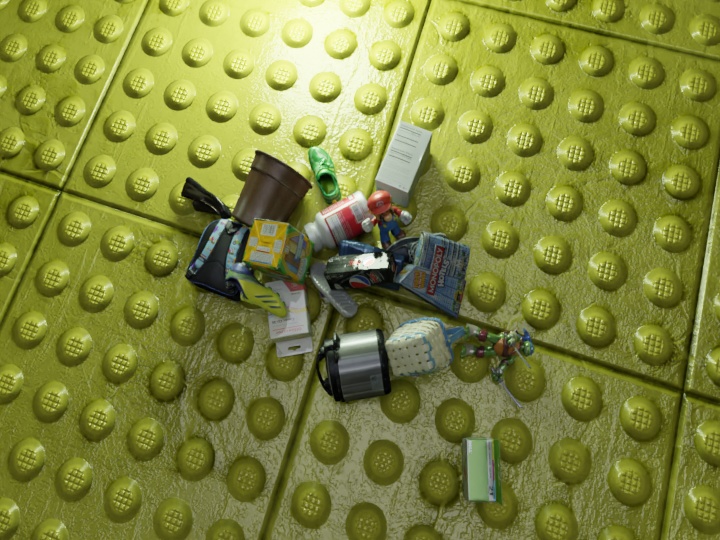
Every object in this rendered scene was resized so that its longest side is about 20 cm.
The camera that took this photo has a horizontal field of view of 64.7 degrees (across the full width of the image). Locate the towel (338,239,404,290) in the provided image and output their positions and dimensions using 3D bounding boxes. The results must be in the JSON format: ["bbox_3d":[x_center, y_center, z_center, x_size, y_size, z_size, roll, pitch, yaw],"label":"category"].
[{"bbox_3d":[0.030,-0.019,1.622,0.193,0.115,0.049,17,32,12],"label":"towel"}]

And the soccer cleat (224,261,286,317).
[{"bbox_3d":[-0.285,0.067,1.544,0.200,0.064,0.084,45,56,-11],"label":"soccer cleat"}]

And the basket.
[{"bbox_3d":[0.162,0.195,1.481,0.172,0.198,0.144,-16,97,38],"label":"basket"}]

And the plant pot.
[{"bbox_3d":[-0.268,-0.209,1.661,0.196,0.200,0.203,28,86,12],"label":"plant pot"}]

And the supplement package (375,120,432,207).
[{"bbox_3d":[0.129,-0.314,1.688,0.106,0.114,0.206,21,76,9],"label":"supplement package"}]

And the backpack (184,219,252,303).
[{"bbox_3d":[-0.387,-0.033,1.641,0.176,0.135,0.207,17,77,9],"label":"backpack"}]

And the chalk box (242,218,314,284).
[{"bbox_3d":[-0.213,-0.043,1.569,0.120,0.200,0.128,9,76,25],"label":"chalk box"}]

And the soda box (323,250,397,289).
[{"bbox_3d":[0.000,0.000,1.566,0.193,0.064,0.072,-6,43,23],"label":"soda box"}]

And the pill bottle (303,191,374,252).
[{"bbox_3d":[-0.062,-0.136,1.655,0.195,0.113,0.115,-28,74,-3],"label":"pill bottle"}]

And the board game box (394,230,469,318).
[{"bbox_3d":[0.195,0.005,1.561,0.193,0.061,0.208,15,89,-17],"label":"board game box"}]

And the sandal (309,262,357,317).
[{"bbox_3d":[-0.086,0.063,1.630,0.081,0.051,0.204,-15,55,-38],"label":"sandal"}]

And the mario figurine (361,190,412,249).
[{"bbox_3d":[0.075,-0.133,1.590,0.103,0.202,0.126,13,62,27],"label":"mario figurine"}]

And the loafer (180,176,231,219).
[{"bbox_3d":[-0.472,-0.204,1.735,0.197,0.073,0.072,36,85,21],"label":"loafer"}]

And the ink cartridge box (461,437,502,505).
[{"bbox_3d":[0.298,0.491,1.406,0.073,0.201,0.154,0,73,5],"label":"ink cartridge box"}]

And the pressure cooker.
[{"bbox_3d":[-0.021,0.253,1.510,0.192,0.179,0.183,-10,76,1],"label":"pressure cooker"}]

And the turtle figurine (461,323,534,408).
[{"bbox_3d":[0.361,0.223,1.501,0.187,0.145,0.206,10,64,15],"label":"turtle figurine"}]

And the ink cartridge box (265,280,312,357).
[{"bbox_3d":[-0.202,0.133,1.615,0.112,0.068,0.208,-10,74,2],"label":"ink cartridge box"}]

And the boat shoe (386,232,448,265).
[{"bbox_3d":[0.165,-0.054,1.631,0.192,0.062,0.077,-10,116,-3],"label":"boat shoe"}]

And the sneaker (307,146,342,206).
[{"bbox_3d":[-0.105,-0.294,1.717,0.072,0.084,0.205,-23,73,-2],"label":"sneaker"}]
